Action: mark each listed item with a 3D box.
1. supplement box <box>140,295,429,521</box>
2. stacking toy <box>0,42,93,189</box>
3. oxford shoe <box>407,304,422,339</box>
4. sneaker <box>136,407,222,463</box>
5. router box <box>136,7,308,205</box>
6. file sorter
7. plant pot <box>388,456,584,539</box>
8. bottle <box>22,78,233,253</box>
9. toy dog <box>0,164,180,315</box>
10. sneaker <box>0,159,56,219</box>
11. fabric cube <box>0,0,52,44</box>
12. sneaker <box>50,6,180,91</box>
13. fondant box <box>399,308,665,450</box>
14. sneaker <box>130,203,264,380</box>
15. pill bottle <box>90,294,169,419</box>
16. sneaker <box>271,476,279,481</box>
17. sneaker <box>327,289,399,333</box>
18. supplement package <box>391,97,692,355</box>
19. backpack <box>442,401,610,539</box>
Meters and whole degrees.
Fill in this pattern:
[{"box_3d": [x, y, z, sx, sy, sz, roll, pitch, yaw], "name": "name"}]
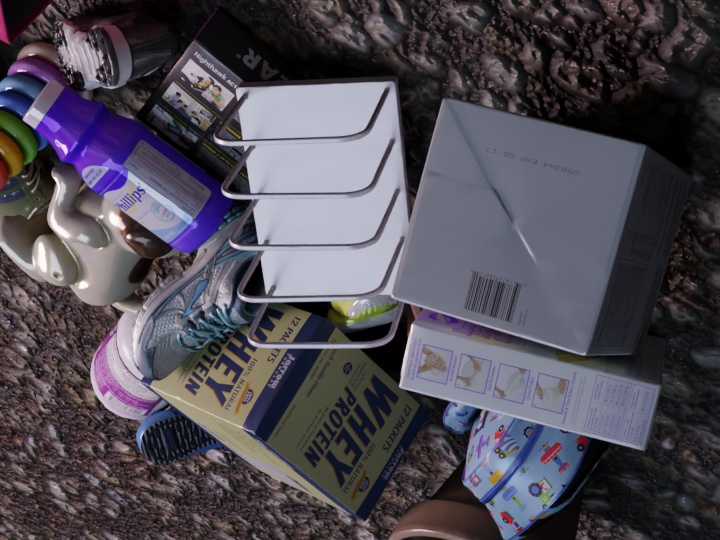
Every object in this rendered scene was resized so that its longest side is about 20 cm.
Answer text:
[{"box_3d": [-0.077, 0.132, 1.527, 0.199, 0.135, 0.200, 16, 159, 47], "name": "supplement box"}, {"box_3d": [-0.342, -0.126, 1.413, 0.085, 0.200, 0.086, 22, 146, 16], "name": "stacking toy"}, {"box_3d": [0.080, 0.014, 1.389, 0.073, 0.071, 0.200, -1, 141, 3], "name": "oxford shoe"}, {"box_3d": [-0.168, 0.178, 1.755, 0.078, 0.199, 0.066, -131, 31, -76], "name": "sneaker"}, {"box_3d": [-0.090, -0.125, 1.340, 0.200, 0.051, 0.149, 38, 145, -10], "name": "router box"}, {"box_3d": [-0.037, -0.045, 1.239, 0.138, 0.125, 0.201, -1, 117, 12], "name": "file sorter"}, {"box_3d": [0.151, 0.262, 1.540, 0.199, 0.175, 0.201, 21, 146, 16], "name": "plant pot"}, {"box_3d": [-0.215, -0.098, 1.358, 0.200, 0.065, 0.083, 37, 147, -15], "name": "bottle"}, {"box_3d": [-0.243, -0.042, 1.490, 0.200, 0.139, 0.194, -24, 98, 44], "name": "toy dog"}, {"box_3d": [-0.372, -0.107, 1.602, 0.089, 0.067, 0.201, 10, 137, -1], "name": "sneaker"}, {"box_3d": [-0.298, -0.332, 1.105, 0.199, 0.200, 0.197, 26, 148, 13], "name": "fabric cube"}, {"box_3d": [-0.217, -0.201, 1.331, 0.200, 0.090, 0.067, 18, 124, 62], "name": "sneaker"}, {"box_3d": [0.144, 0.075, 1.201, 0.199, 0.144, 0.059, 13, 104, 10], "name": "fondant box"}, {"box_3d": [-0.148, 0.033, 1.458, 0.086, 0.200, 0.078, 38, -176, 32], "name": "sneaker"}, {"box_3d": [-0.235, 0.092, 1.698, 0.112, 0.112, 0.200, 36, 147, -7], "name": "pill bottle"}, {"box_3d": [-0.099, 0.140, 1.693, 0.076, 0.080, 0.201, 28, 139, 58], "name": "sneaker"}, {"box_3d": [0.000, 0.000, 1.433, 0.200, 0.075, 0.106, 135, 122, -76], "name": "sneaker"}, {"box_3d": [0.142, -0.027, 1.101, 0.151, 0.151, 0.200, 17, -176, 22], "name": "supplement package"}, {"box_3d": [0.155, 0.136, 1.345, 0.134, 0.200, 0.183, 33, 149, -1], "name": "backpack"}]
